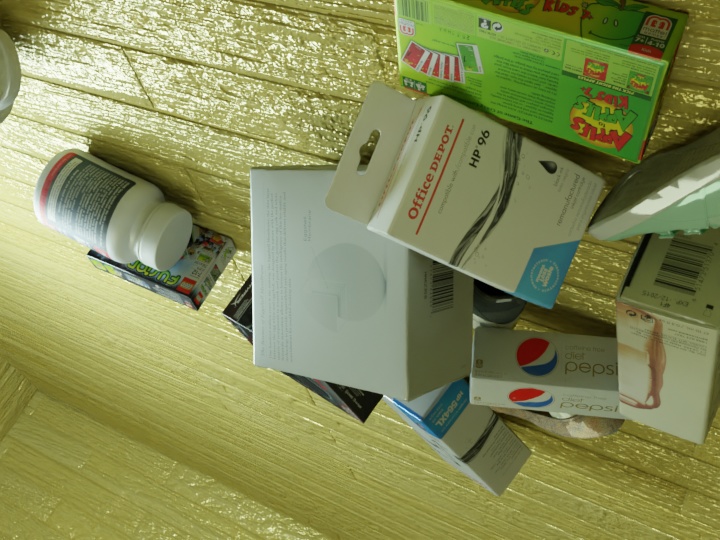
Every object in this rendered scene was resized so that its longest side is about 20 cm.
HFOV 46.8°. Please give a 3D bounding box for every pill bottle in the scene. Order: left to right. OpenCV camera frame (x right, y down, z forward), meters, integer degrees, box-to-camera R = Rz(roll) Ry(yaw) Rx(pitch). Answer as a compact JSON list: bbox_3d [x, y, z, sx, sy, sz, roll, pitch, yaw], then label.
[{"bbox_3d":[-0.342,-0.080,1.164,0.197,0.121,0.120,25,154,14],"label":"pill bottle"}]

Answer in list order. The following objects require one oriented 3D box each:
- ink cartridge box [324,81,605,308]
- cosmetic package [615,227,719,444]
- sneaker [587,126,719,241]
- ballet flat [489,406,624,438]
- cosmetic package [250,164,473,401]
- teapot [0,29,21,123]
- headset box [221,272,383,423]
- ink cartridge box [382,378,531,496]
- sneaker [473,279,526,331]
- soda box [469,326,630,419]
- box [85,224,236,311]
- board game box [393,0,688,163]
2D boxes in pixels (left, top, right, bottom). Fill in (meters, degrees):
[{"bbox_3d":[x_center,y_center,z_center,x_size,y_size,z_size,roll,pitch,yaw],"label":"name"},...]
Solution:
[{"bbox_3d":[0.083,-0.062,0.673,0.197,0.118,0.068,22,-178,-17],"label":"ink cartridge box"},{"bbox_3d":[0.286,0.056,0.744,0.086,0.104,0.201,17,149,29],"label":"cosmetic package"},{"bbox_3d":[0.267,-0.036,0.625,0.118,0.074,0.200,43,150,-11],"label":"sneaker"},{"bbox_3d":[0.227,0.159,1.031,0.197,0.069,0.068,3,141,43],"label":"ballet flat"},{"bbox_3d":[0.000,0.000,0.815,0.197,0.204,0.122,7,-170,37],"label":"cosmetic package"},{"bbox_3d":[-0.500,-0.262,0.988,0.196,0.199,0.148,9,120,-21],"label":"teapot"},{"bbox_3d":[-0.059,0.098,1.046,0.198,0.078,0.149,26,161,40],"label":"headset box"},{"bbox_3d":[0.127,0.210,1.171,0.200,0.085,0.145,47,167,-29],"label":"ink cartridge box"},{"bbox_3d":[0.093,-0.005,0.896,0.197,0.075,0.085,23,148,-3],"label":"sneaker"},{"bbox_3d":[0.216,0.110,0.891,0.195,0.065,0.069,4,148,10],"label":"soda box"},{"bbox_3d":[-0.291,-0.025,1.219,0.197,0.111,0.035,19,153,22],"label":"box"},{"bbox_3d":[0.123,-0.157,0.605,0.197,0.048,0.102,22,154,19],"label":"board game box"}]
